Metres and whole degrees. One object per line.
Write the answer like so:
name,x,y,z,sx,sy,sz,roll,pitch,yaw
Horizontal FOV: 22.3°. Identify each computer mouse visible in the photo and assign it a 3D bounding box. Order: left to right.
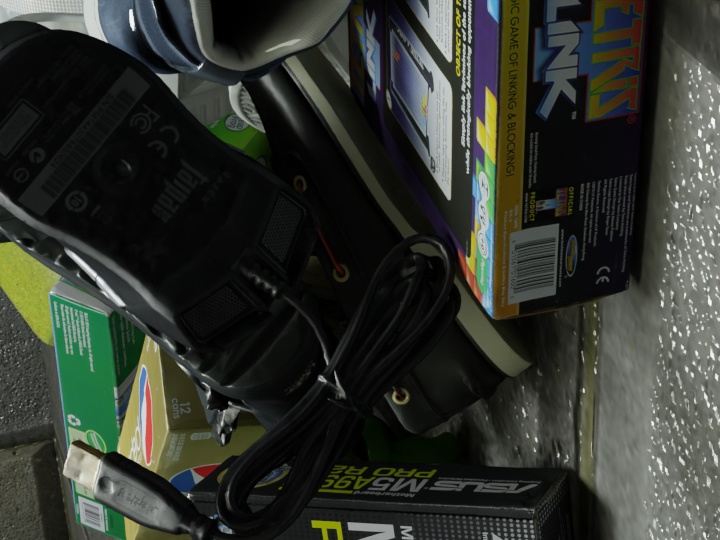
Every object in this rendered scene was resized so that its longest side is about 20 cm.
computer mouse,-0.075,0.011,0.660,0.199,0.141,0.046,31,169,12

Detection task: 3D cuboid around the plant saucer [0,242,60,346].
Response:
plant saucer,-0.184,-0.089,1.181,0.048,0.200,0.201,-20,109,49

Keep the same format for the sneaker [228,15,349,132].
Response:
sneaker,-0.027,-0.147,0.867,0.201,0.073,0.119,78,-163,-64

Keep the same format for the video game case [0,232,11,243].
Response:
video game case,-0.167,-0.117,1.154,0.025,0.199,0.183,-20,82,49

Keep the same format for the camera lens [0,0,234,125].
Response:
camera lens,-0.138,-0.194,1.034,0.160,0.158,0.202,-125,28,-56

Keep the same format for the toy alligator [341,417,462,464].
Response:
toy alligator,-0.043,0.119,0.841,0.059,0.199,0.055,44,163,56

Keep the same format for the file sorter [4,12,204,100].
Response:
file sorter,-0.122,-0.198,0.855,0.139,0.123,0.202,-60,-25,-69

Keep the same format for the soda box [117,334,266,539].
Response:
soda box,-0.084,0.086,0.940,0.200,0.063,0.068,114,150,-62

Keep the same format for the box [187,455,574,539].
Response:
box,0.017,0.180,0.772,0.044,0.159,0.202,-36,-58,-59

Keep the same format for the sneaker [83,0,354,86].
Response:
sneaker,-0.039,-0.166,0.655,0.146,0.076,0.205,-155,74,-66

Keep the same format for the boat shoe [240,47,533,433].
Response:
boat shoe,-0.010,-0.029,0.741,0.202,0.063,0.074,57,-166,5

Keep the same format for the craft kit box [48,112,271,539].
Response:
craft kit box,-0.114,0.029,1.114,0.201,0.048,0.198,92,-159,-44

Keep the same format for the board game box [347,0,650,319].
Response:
board game box,0.042,-0.113,0.627,0.166,0.056,0.202,-117,20,-51

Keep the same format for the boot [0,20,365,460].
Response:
boot,-0.084,-0.001,0.776,0.200,0.076,0.168,41,171,15

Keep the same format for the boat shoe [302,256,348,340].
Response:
boat shoe,-0.001,0.001,0.871,0.066,0.072,0.200,53,161,-21

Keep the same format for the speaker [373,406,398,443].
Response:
speaker,0.009,0.143,0.899,0.200,0.080,0.082,-126,28,-58
